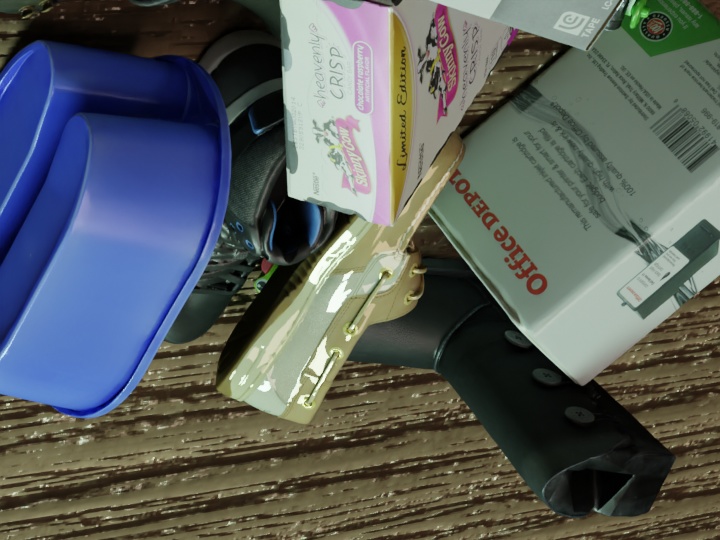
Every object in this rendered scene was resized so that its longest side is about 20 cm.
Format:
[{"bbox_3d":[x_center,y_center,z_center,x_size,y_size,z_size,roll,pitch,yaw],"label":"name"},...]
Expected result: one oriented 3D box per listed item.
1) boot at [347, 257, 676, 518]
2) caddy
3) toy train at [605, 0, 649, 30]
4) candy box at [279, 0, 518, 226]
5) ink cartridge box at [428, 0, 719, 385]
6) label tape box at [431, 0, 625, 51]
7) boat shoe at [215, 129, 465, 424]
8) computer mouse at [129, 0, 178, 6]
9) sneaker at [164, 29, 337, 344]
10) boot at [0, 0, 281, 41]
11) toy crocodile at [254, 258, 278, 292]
[{"bbox_3d":[0.067,0.073,1.257,0.165,0.200,0.066,-8,133,-28],"label":"boot"},{"bbox_3d":[-0.137,-0.020,1.076,0.105,0.141,0.200,11,122,-37],"label":"caddy"},{"bbox_3d":[0.166,-0.220,1.158,0.056,0.042,0.200,-59,169,-51],"label":"toy train"},{"bbox_3d":[0.030,-0.138,1.056,0.136,0.061,0.200,89,26,-45],"label":"candy box"},{"bbox_3d":[0.152,-0.053,1.239,0.200,0.147,0.083,-39,140,5],"label":"ink cartridge box"},{"bbox_3d":[0.026,-0.196,0.959,0.200,0.144,0.063,15,141,-16],"label":"label tape box"},{"bbox_3d":[0.000,0.000,1.153,0.066,0.074,0.200,32,114,-15],"label":"boat shoe"},{"bbox_3d":[-0.080,-0.197,0.915,0.140,0.200,0.046,-27,154,-1],"label":"computer mouse"},{"bbox_3d":[-0.070,-0.018,1.144,0.073,0.112,0.200,-2,128,-30],"label":"sneaker"},{"bbox_3d":[-0.110,-0.149,1.034,0.138,0.077,0.200,-37,128,8],"label":"boot"},{"bbox_3d":[-0.011,-0.031,1.213,0.062,0.068,0.200,37,112,-3],"label":"toy crocodile"}]
